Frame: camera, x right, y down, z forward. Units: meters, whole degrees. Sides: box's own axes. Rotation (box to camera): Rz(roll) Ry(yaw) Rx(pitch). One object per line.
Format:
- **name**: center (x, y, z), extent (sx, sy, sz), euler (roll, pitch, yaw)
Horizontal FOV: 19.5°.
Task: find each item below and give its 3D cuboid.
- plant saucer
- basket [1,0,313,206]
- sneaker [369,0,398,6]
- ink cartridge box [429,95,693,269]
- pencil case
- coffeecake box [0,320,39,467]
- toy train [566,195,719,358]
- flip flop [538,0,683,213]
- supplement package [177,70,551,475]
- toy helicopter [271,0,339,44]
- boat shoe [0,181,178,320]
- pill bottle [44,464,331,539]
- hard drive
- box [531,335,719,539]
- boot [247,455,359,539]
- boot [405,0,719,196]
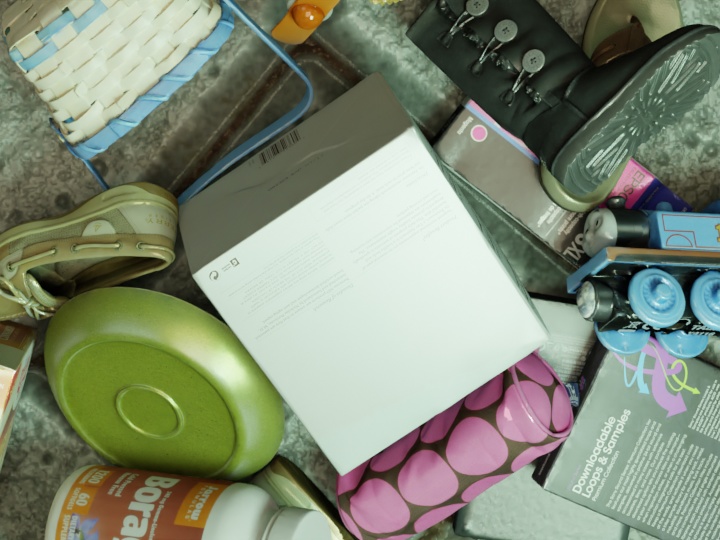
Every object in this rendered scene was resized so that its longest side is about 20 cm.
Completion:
- **plant saucer**: center (-0.155, 0.099, 1.593), extent (0.199, 0.031, 0.200), euler (13, 133, 14)
- **basket**: center (-0.154, -0.148, 1.558), extent (0.176, 0.139, 0.200), euler (-37, 113, 5)
- **sneaker**: center (0.054, -0.267, 1.543), extent (0.200, 0.075, 0.090), euler (-33, 90, -37)
- **ink cartridge box**: center (0.157, -0.070, 1.630), extent (0.200, 0.037, 0.095), euler (37, 96, -9)
- **pencil case**: center (0.069, 0.133, 1.606), extent (0.200, 0.094, 0.091), euler (-34, 143, 27)
- **coffeecake box**: center (-0.310, 0.144, 1.592), extent (0.073, 0.154, 0.201), euler (15, 99, -5)
- **toy train**: center (0.250, 0.002, 1.580), extent (0.199, 0.087, 0.115), euler (2, 66, -21)
- **flip flop**: center (0.194, -0.138, 1.586), extent (0.081, 0.058, 0.201), euler (28, 74, -7)
- **supplement package**: center (0.000, 0.000, 1.558), extent (0.191, 0.147, 0.200), euler (-33, 113, 5)
- **toy helicopter**: center (-0.037, -0.235, 1.512), extent (0.079, 0.200, 0.133), euler (9, 89, 5)
- **boat shoe**: center (-0.220, -0.001, 1.581), extent (0.200, 0.063, 0.073), euler (-22, 143, 25)
- **pill bottle**: center (-0.128, 0.211, 1.580), extent (0.199, 0.112, 0.113), euler (4, 100, 22)
- **hard drive**: center (0.158, 0.123, 1.661), extent (0.139, 0.033, 0.201), euler (9, 99, -3)
- **box**: center (0.249, 0.138, 1.638), extent (0.199, 0.036, 0.143), euler (25, 93, -20)
- **boot**: center (-0.056, 0.268, 1.660), extent (0.155, 0.072, 0.200), euler (-40, 91, 4)
- **boot**: center (0.151, -0.170, 1.553), extent (0.165, 0.200, 0.066), euler (-39, 142, -5)
